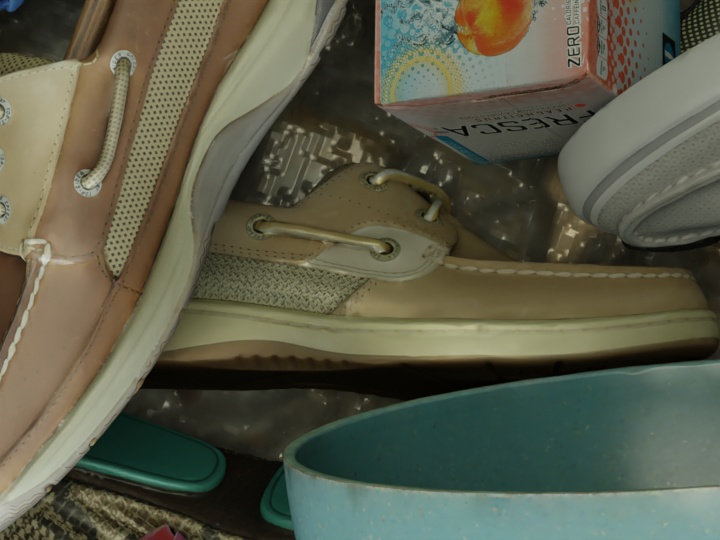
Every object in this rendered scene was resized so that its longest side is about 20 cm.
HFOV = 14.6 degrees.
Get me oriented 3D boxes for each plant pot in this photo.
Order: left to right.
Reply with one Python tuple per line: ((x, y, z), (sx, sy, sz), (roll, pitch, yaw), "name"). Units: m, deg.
((0.087, 0.099, 0.653), (0.199, 0.200, 0.136), (-5, 95, 4), "plant pot")

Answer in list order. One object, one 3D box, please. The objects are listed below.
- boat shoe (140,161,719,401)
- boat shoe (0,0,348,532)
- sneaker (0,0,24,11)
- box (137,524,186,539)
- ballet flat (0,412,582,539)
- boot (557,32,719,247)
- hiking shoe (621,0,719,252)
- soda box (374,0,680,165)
((0.000, 0.000, 0.778), (0.198, 0.072, 0.065), (1, 79, 10), "boat shoe")
((-0.071, -0.026, 0.720), (0.072, 0.076, 0.201), (32, 74, -15), "boat shoe")
((-0.102, -0.089, 0.756), (0.110, 0.077, 0.201), (12, 52, 2), "sneaker")
((-0.100, 0.174, 0.739), (0.200, 0.095, 0.103), (-42, 85, 20), "box")
((-0.033, 0.080, 0.786), (0.199, 0.068, 0.076), (7, 110, 10), "ballet flat")
((0.150, -0.023, 0.686), (0.199, 0.073, 0.096), (-22, 70, 18), "boot")
((0.145, -0.084, 0.766), (0.199, 0.076, 0.101), (-27, 89, 4), "hiking shoe")
((0.046, -0.134, 0.754), (0.063, 0.068, 0.201), (-5, 75, 27), "soda box")
